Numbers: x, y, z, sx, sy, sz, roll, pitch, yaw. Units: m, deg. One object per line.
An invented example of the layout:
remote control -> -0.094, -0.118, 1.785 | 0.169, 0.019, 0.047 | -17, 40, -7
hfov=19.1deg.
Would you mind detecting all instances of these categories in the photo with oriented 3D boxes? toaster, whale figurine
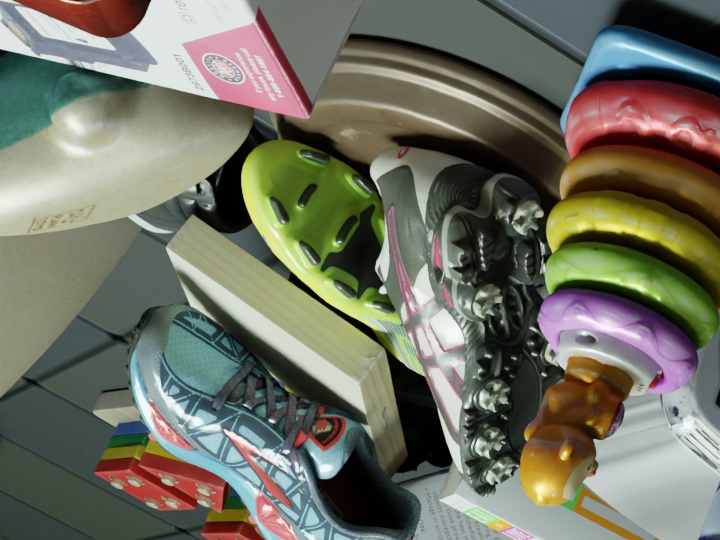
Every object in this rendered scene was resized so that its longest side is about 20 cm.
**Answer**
toaster -> 0.192, 0.078, 1.114 | 0.200, 0.114, 0.129 | 34, 154, -16
whale figurine -> -0.153, -0.074, 1.031 | 0.104, 0.199, 0.159 | 69, 161, 6

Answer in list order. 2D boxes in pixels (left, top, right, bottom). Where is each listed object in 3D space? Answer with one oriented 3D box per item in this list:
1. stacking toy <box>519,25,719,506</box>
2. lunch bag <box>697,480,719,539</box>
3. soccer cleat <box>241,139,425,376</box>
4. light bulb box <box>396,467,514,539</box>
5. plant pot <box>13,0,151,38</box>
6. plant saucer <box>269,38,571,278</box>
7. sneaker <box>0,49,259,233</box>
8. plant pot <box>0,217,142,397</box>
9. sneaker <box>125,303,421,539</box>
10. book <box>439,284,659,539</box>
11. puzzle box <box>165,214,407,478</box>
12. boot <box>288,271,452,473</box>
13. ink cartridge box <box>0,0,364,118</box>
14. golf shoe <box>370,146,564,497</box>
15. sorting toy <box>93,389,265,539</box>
stacking toy -> 0.113, 0.009, 0.895 | 0.109, 0.201, 0.116 | 23, 159, 3
lunch bag -> 0.276, 0.108, 1.011 | 0.124, 0.171, 0.200 | 2, 149, 48
soccer cleat -> 0.000, 0.001, 1.120 | 0.200, 0.065, 0.084 | 38, 160, -33
light bulb box -> 0.060, 0.187, 1.335 | 0.199, 0.125, 0.198 | -17, 174, -10
plant pot -> -0.124, -0.185, 0.712 | 0.199, 0.201, 0.176 | 22, 171, 5
plant saucer -> 0.041, -0.050, 1.081 | 0.199, 0.030, 0.200 | 20, 159, 8
sneaker -> -0.126, -0.079, 1.142 | 0.099, 0.071, 0.200 | 2, 156, 42
plant pot -> -0.267, -0.026, 1.265 | 0.199, 0.178, 0.200 | 19, 159, 13
sneaker -> -0.040, 0.085, 1.165 | 0.095, 0.079, 0.200 | -19, 123, 46
book -> 0.156, 0.115, 1.209 | 0.199, 0.134, 0.048 | 27, 159, -11
puzzle box -> -0.038, 0.049, 1.205 | 0.133, 0.025, 0.200 | 34, 165, 15
boot -> 0.013, 0.063, 1.319 | 0.199, 0.077, 0.168 | 25, 157, -20
ink cartridge box -> -0.114, -0.152, 0.911 | 0.199, 0.085, 0.145 | 14, 157, 25
golf shoe -> 0.055, 0.023, 1.065 | 0.088, 0.077, 0.201 | 33, 144, 40
sorting toy -> -0.105, 0.172, 1.734 | 0.200, 0.070, 0.198 | 34, 158, -24
